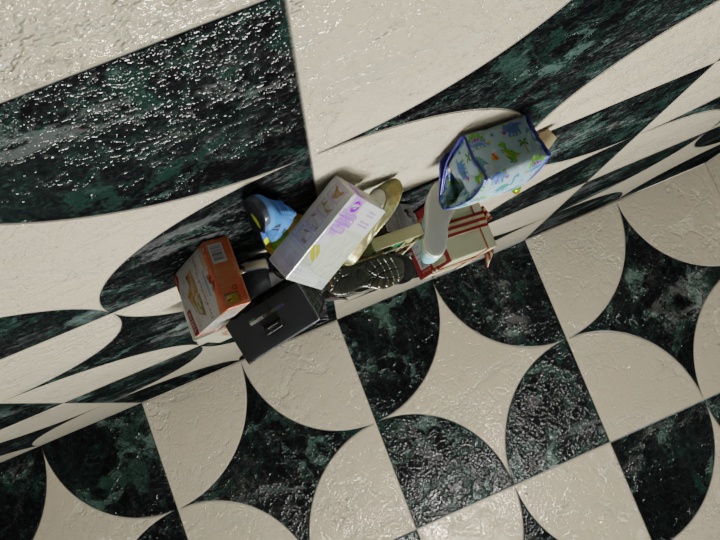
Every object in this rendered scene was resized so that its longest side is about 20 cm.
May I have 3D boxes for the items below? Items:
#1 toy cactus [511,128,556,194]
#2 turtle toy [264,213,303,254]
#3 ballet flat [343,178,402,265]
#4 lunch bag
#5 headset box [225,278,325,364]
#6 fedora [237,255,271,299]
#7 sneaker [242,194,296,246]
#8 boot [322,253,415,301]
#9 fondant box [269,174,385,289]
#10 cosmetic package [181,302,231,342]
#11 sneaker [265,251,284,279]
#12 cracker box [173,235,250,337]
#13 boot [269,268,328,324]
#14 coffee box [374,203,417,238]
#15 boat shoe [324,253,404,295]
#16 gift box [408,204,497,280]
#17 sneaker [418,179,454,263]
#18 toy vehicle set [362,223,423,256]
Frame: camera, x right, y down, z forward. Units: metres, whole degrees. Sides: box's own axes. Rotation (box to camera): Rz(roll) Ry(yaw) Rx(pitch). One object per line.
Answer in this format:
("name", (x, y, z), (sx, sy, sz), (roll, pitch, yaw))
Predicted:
("toy cactus", (0.360, -0.251, 1.744), (0.165, 0.103, 0.199), (-45, 164, 13))
("turtle toy", (-0.093, -0.056, 1.601), (0.197, 0.103, 0.145), (-17, 170, -36))
("ballet flat", (0.012, -0.103, 1.548), (0.202, 0.070, 0.071), (-55, 170, 1))
("lunch bag", (0.254, -0.201, 1.562), (0.167, 0.129, 0.201), (-20, 162, -20))
("headset box", (-0.168, 0.088, 1.600), (0.172, 0.094, 0.200), (-32, -173, 5))
("fedora", (-0.269, 0.043, 1.769), (0.197, 0.093, 0.201), (-22, 172, -3))
("sneaker", (-0.151, -0.100, 1.338), (0.078, 0.067, 0.200), (-33, 174, -9))
("boot", (0.013, 0.022, 1.810), (0.196, 0.071, 0.174), (-13, 174, -24))
("fondant box", (-0.060, -0.066, 1.457), (0.201, 0.058, 0.144), (-51, 155, 10))
("cosmetic package", (-0.361, 0.116, 1.953), (0.086, 0.106, 0.200), (-22, 173, 4))
("sneaker", (-0.133, -0.045, 1.725), (0.085, 0.078, 0.199), (-39, 172, 32))
("cracker box", (-0.291, 0.035, 1.520), (0.057, 0.137, 0.199), (-16, 169, -33))
("boot", (-0.171, 0.063, 1.867), (0.195, 0.135, 0.070), (0, 170, 13))
("coffee box", (0.043, -0.097, 1.791), (0.111, 0.081, 0.199), (-26, 171, 26))
("boat shoe", (0.000, 0.000, 1.667), (0.196, 0.078, 0.073), (-7, -163, -30))
("gift box", (0.234, -0.079, 2.042), (0.184, 0.204, 0.184), (-19, 176, -32))
("sneaker", (0.163, -0.108, 1.744), (0.072, 0.204, 0.082), (21, 155, -7))
("toy vehicle set", (0.055, -0.047, 1.757), (0.122, 0.027, 0.200), (-19, 171, -18))
